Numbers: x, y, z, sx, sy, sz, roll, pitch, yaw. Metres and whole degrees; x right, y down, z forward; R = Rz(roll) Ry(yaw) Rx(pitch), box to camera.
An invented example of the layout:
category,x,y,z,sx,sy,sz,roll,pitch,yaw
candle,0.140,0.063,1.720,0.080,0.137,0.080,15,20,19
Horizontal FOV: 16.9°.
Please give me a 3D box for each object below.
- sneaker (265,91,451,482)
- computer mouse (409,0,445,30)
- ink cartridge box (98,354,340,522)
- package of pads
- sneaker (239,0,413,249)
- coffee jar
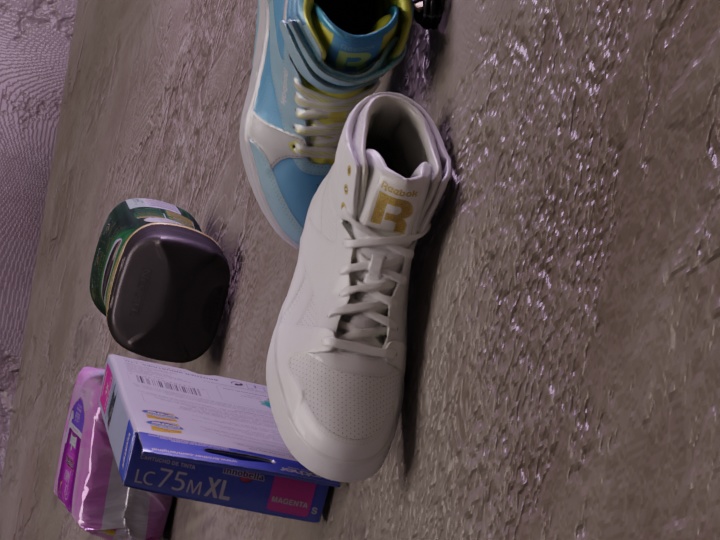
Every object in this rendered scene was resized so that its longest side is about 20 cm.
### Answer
category,x,y,z,sx,sy,sz,roll,pitch,yaw
sneaker,0.000,0.000,1.251,0.116,0.074,0.200,112,164,-51
computer mouse,0.015,-0.172,1.412,0.200,0.034,0.059,-133,56,-73
ink cartridge box,-0.086,0.101,1.429,0.200,0.119,0.042,-136,59,-74
package of pads,-0.195,0.147,1.945,0.200,0.076,0.121,-170,92,-77
sneaker,-0.018,-0.098,1.366,0.131,0.080,0.200,-142,48,-70
coffee jar,-0.156,0.007,1.869,0.200,0.085,0.104,-139,64,-76
